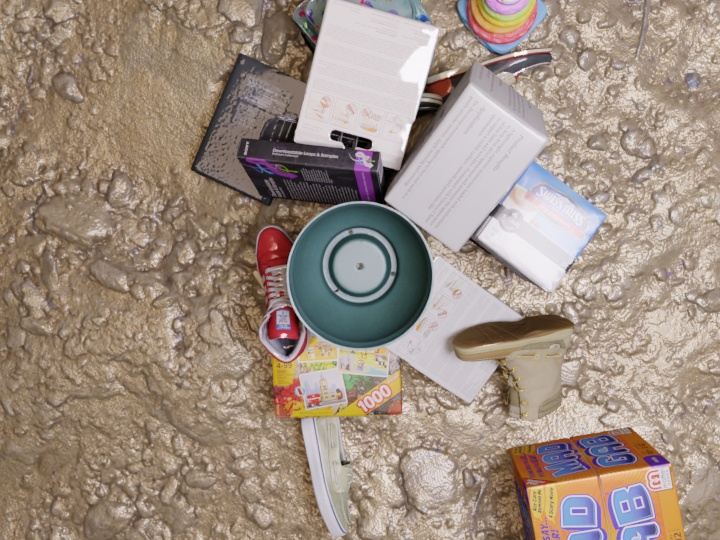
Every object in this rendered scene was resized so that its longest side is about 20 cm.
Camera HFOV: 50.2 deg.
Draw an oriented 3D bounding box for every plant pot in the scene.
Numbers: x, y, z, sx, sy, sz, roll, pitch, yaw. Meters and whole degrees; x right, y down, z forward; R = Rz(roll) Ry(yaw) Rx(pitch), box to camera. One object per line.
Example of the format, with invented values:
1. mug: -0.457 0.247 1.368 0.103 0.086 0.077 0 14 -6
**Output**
1. plant pot: 0.000 0.000 1.090 0.198 0.134 0.202 0 98 0

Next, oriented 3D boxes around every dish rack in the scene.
1. dish rack: -0.054 -0.168 1.145 0.198 0.153 0.055 12 70 -12

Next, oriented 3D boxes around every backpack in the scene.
1. backpack: 0.017 -0.355 1.152 0.177 0.151 0.201 -37 95 3

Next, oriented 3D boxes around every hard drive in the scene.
1. hard drive: -0.168 -0.222 1.221 0.139 0.033 0.201 25 94 2

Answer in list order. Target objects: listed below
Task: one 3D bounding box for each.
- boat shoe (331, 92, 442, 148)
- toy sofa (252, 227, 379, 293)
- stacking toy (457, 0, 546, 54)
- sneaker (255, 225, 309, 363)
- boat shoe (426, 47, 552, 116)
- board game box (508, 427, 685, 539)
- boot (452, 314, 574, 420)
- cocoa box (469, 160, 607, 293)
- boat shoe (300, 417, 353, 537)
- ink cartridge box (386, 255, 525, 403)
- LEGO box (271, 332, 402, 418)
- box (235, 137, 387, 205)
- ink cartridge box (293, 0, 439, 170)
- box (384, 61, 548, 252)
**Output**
1. boat shoe: 0.036 -0.221 1.168 0.199 0.074 0.063 -14 85 26
2. toy sofa: -0.060 -0.009 1.200 0.199 0.083 0.098 -32 96 5
3. stacking toy: 0.212 -0.397 1.104 0.110 0.200 0.116 -43 90 5
4. sneaker: -0.115 0.035 1.108 0.071 0.112 0.202 -12 95 3
5. boat shoe: 0.199 -0.292 1.176 0.198 0.071 0.063 -15 99 7
6. board game box: 0.345 0.368 1.131 0.198 0.200 0.202 -11 91 4
7. boot: 0.227 0.155 1.159 0.198 0.073 0.157 -8 113 -24
8. cocoa box: 0.245 -0.066 1.117 0.133 0.200 0.132 37 95 0
9. boat shoe: -0.043 0.321 1.221 0.061 0.072 0.202 -15 89 7
10. ink cartridge box: 0.137 0.089 1.175 0.199 0.050 0.163 35 95 -19
11. LEGO box: -0.034 0.148 1.208 0.198 0.077 0.150 -3 93 4
12. box: -0.065 -0.137 1.100 0.198 0.143 0.036 6 74 7
13. ink cartridge box: 0.007 -0.259 1.071 0.160 0.050 0.202 14 103 -5
14. box: 0.151 -0.166 1.090 0.130 0.200 0.199 35 114 -5
